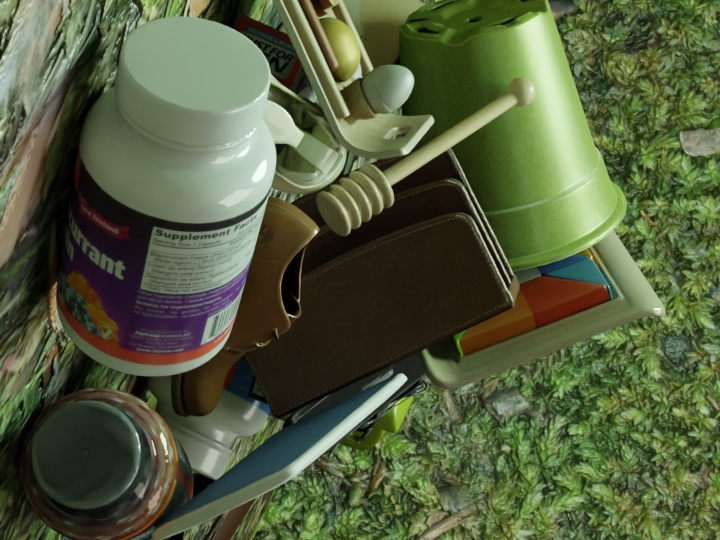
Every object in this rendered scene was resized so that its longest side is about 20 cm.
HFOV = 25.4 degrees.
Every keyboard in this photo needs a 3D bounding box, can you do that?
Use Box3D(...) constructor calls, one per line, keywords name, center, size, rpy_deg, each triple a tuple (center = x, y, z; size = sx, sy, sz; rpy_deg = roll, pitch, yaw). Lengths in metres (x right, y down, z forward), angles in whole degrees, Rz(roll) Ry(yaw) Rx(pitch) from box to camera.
Box3D(name="keyboard", center=(0.003, 0.095, 1.368), size=(0.200, 0.040, 0.104), rpy_deg=(-35, 144, -26))

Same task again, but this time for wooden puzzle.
Box3D(name="wooden puzzle", center=(0.129, 0.008, 1.326), size=(0.185, 0.200, 0.037), rpy_deg=(-111, -175, -55))

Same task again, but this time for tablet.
Box3D(name="tablet", center=(-0.053, 0.130, 1.131), size=(0.130, 0.014, 0.200), rpy_deg=(-28, -177, 29))

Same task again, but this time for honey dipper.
Box3D(name="honey dipper", center=(0.054, -0.093, 1.192), size=(0.200, 0.038, 0.038), rpy_deg=(-35, 163, -22))

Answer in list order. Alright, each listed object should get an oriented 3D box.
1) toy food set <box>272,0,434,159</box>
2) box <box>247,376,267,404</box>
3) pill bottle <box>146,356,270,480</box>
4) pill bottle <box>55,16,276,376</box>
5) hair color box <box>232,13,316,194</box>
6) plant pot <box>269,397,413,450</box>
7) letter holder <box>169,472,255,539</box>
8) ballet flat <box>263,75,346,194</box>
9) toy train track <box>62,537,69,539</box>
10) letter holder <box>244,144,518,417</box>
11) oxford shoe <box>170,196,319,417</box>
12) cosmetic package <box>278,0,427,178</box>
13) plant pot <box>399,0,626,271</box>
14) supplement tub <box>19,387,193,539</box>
Box3D(name="toy food set", center=(-0.007, -0.181, 1.126), size=(0.060, 0.200, 0.144), rpy_deg=(-21, -170, 16))
Box3D(name="box", center=(-0.024, 0.018, 1.365), size=(0.137, 0.038, 0.200), rpy_deg=(6, 101, -67))
Box3D(name="pill bottle", center=(-0.118, 0.076, 1.394), size=(0.112, 0.112, 0.200), rpy_deg=(90, 23, -78))
Box3D(name="pill bottle", center=(-0.111, -0.042, 0.922), size=(0.111, 0.111, 0.200), rpy_deg=(-61, 172, -47))
Box3D(name="hair color box", center=(-0.098, -0.077, 1.180), size=(0.200, 0.064, 0.111), rpy_deg=(-64, 174, -4))
Box3D(name="plant pot", center=(-0.024, 0.051, 1.558), size=(0.200, 0.199, 0.181), rpy_deg=(-67, -170, -12))
Box3D(name="letter holder", center=(-0.166, 0.220, 1.486), size=(0.142, 0.101, 0.200), rpy_deg=(-56, 175, -2))
Box3D(name="ballet flat", center=(-0.054, -0.093, 1.083), size=(0.200, 0.069, 0.070), rpy_deg=(32, 81, -54))
Box3D(name="toy train track", center=(-0.226, 0.189, 1.269), size=(0.200, 0.033, 0.115), rpy_deg=(-55, 176, -39))
Box3D(name="letter holder", center=(0.000, 0.000, 1.223), size=(0.200, 0.142, 0.101), rpy_deg=(-26, -177, 11))
Box3D(name="oxford shoe", center=(-0.084, 0.036, 1.131), size=(0.200, 0.071, 0.071), rpy_deg=(-66, 176, 34))
Box3D(name="cosmetic package", center=(-0.023, -0.167, 1.334), size=(0.200, 0.105, 0.071), rpy_deg=(-63, 173, -49))
Box3D(name="plant pot", center=(0.107, -0.126, 1.320), size=(0.200, 0.200, 0.190), rpy_deg=(-59, 140, -58))
Box3D(name="supplement tub", center=(-0.176, 0.140, 1.111), size=(0.200, 0.107, 0.107), rpy_deg=(95, 20, -75))
